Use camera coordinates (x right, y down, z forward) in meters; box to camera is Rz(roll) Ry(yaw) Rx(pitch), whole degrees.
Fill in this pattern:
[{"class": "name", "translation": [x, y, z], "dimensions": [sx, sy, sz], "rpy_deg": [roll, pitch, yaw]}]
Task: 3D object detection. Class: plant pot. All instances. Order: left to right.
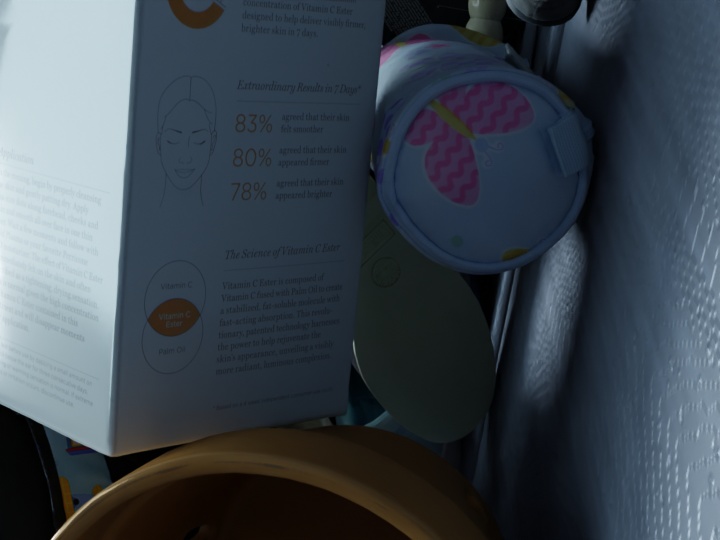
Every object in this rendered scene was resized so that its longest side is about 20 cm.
[{"class": "plant pot", "translation": [-0.018, 0.147, 0.579], "dimensions": [0.140, 0.198, 0.203], "rpy_deg": [-37, -43, -72]}]

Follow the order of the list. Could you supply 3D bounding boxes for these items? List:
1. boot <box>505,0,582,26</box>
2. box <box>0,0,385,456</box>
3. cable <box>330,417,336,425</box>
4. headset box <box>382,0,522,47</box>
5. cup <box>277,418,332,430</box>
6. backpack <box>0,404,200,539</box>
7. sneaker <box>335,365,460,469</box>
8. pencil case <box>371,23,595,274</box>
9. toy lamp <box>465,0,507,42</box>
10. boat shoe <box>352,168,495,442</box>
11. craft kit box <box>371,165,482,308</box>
[{"class": "boot", "translation": [0.083, -0.209, 0.602], "dimensions": [0.132, 0.069, 0.203], "rpy_deg": [-10, -68, -88]}, {"class": "box", "translation": [-0.070, -0.044, 0.590], "dimensions": [0.097, 0.124, 0.203], "rpy_deg": [15, 104, 43]}, {"class": "cable", "translation": [-0.020, 0.086, 1.010], "dimensions": [0.051, 0.162, 0.200], "rpy_deg": [65, 162, -1]}, {"class": "headset box", "translation": [0.019, -0.198, 0.915], "dimensions": [0.150, 0.077, 0.200], "rpy_deg": [55, -174, -10]}, {"class": "cup", "translation": [-0.107, 0.152, 0.858], "dimensions": [0.143, 0.198, 0.203], "rpy_deg": [112, 165, -72]}, {"class": "backpack", "translation": [-0.127, 0.131, 0.694], "dimensions": [0.134, 0.181, 0.203], "rpy_deg": [-18, 69, 43]}, {"class": "sneaker", "translation": [0.016, 0.043, 0.879], "dimensions": [0.082, 0.073, 0.201], "rpy_deg": [56, -165, -37]}, {"class": "pencil case", "translation": [0.047, -0.060, 0.664], "dimensions": [0.200, 0.089, 0.084], "rpy_deg": [-93, -2, -76]}, {"class": "toy lamp", "translation": [0.067, -0.135, 0.780], "dimensions": [0.058, 0.057, 0.203], "rpy_deg": [-113, 29, -84]}, {"class": "boat shoe", "translation": [0.000, 0.000, 0.736], "dimensions": [0.201, 0.071, 0.062], "rpy_deg": [54, 170, -24]}, {"class": "craft kit box", "translation": [0.004, -0.074, 0.865], "dimensions": [0.199, 0.048, 0.201], "rpy_deg": [60, -167, -22]}]
